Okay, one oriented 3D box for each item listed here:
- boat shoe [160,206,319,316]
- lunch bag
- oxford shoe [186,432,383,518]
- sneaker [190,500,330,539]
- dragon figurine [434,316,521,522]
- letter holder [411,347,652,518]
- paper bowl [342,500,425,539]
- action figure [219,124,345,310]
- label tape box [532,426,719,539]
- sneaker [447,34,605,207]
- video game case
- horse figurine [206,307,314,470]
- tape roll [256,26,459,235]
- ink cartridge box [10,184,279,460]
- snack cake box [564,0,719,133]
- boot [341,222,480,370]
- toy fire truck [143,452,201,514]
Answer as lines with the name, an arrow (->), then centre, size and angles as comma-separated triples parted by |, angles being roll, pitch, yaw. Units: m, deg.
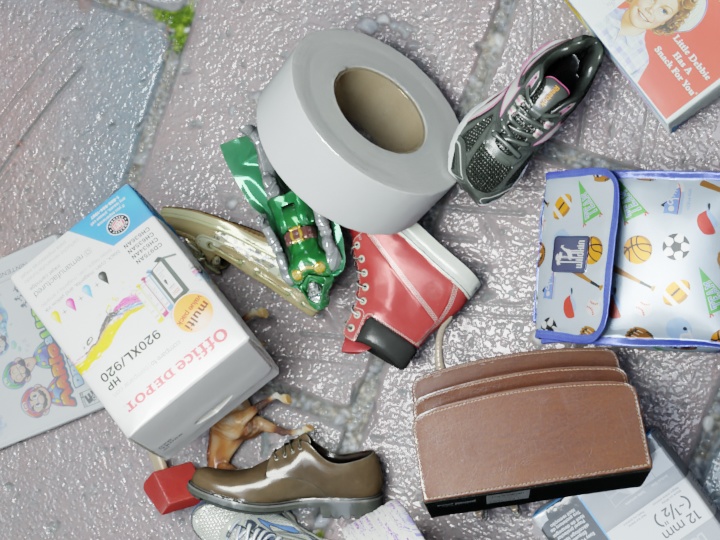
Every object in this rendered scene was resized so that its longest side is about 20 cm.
boat shoe -> -0.125, -0.015, 1.376 | 0.200, 0.073, 0.063 | 21, 92, 15
lunch bag -> 0.263, -0.009, 1.235 | 0.200, 0.124, 0.170 | 4, 87, 22
oxford shoe -> -0.076, 0.204, 1.343 | 0.200, 0.073, 0.085 | 0, 96, -3
sneaker -> -0.090, 0.284, 1.350 | 0.200, 0.085, 0.077 | 20, 94, 16
dragon figurine -> 0.103, 0.153, 1.303 | 0.059, 0.099, 0.200 | -22, 73, 1
letter holder -> 0.148, 0.134, 1.200 | 0.200, 0.101, 0.142 | -9, 72, 4
paper bowl -> 0.040, 0.325, 1.234 | 0.104, 0.201, 0.201 | -30, 80, -6
action figure -> -0.065, -0.056, 1.310 | 0.118, 0.055, 0.200 | -22, 79, 19
label tape box -> 0.280, 0.271, 1.251 | 0.143, 0.066, 0.200 | -38, 77, 12
sneaker -> 0.158, -0.153, 1.246 | 0.080, 0.086, 0.200 | 36, 75, -8
video game case -> -0.380, 0.085, 1.475 | 0.182, 0.024, 0.200 | -22, 83, 15
horse figurine -> -0.133, 0.120, 1.381 | 0.132, 0.050, 0.200 | -23, 90, 32
tape roll -> 0.001, -0.135, 1.272 | 0.203, 0.202, 0.071 | 54, 132, 11
ink cartridge box -> -0.201, 0.053, 1.267 | 0.147, 0.145, 0.200 | -39, 72, -4
snack cake box -> 0.280, -0.246, 1.264 | 0.115, 0.067, 0.200 | -37, 79, 11
boot -> 0.000, 0.000, 1.324 | 0.200, 0.072, 0.144 | 43, 85, 11
toy fire truck -> -0.214, 0.139, 1.395 | 0.200, 0.049, 0.141 | 57, 138, 28
